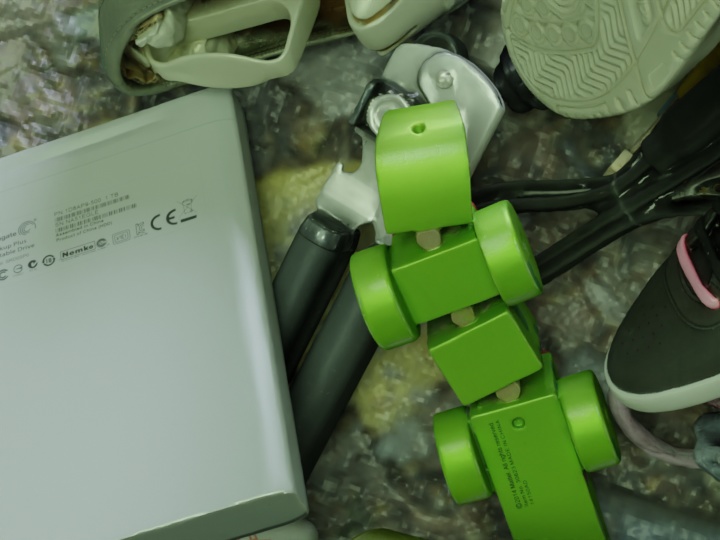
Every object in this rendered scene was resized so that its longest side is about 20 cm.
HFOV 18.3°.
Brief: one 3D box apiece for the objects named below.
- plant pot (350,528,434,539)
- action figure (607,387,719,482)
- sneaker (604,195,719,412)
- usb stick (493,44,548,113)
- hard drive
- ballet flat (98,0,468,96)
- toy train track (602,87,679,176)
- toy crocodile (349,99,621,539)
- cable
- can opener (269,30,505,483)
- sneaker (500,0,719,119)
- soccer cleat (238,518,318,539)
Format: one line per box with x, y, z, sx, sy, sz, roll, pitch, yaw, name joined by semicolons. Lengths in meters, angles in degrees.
0.070;0.181;0.811;0.192;0.200;0.201;16;88;25;plant pot
0.216;0.015;0.849;0.149;0.134;0.200;16;72;54;action figure
0.141;-0.033;0.773;0.200;0.099;0.071;-42;42;21;sneaker
0.137;-0.126;0.863;0.200;0.055;0.033;-35;100;21;usb stick
-0.098;0.026;0.885;0.132;0.027;0.200;-17;52;9;hard drive
-0.013;-0.109;0.904;0.199;0.067;0.064;-12;55;15;ballet flat
0.167;-0.100;0.886;0.115;0.033;0.200;42;95;13;toy train track
0.050;0.030;0.858;0.067;0.062;0.200;-21;114;12;toy crocodile
0.123;-0.036;0.871;0.200;0.050;0.097;-38;77;25;cable
0.000;0.000;0.901;0.053;0.066;0.200;31;100;17;can opener
0.137;-0.125;0.798;0.111;0.200;0.077;-26;80;-33;sneaker
-0.111;0.086;0.905;0.199;0.069;0.085;1;78;22;soccer cleat
